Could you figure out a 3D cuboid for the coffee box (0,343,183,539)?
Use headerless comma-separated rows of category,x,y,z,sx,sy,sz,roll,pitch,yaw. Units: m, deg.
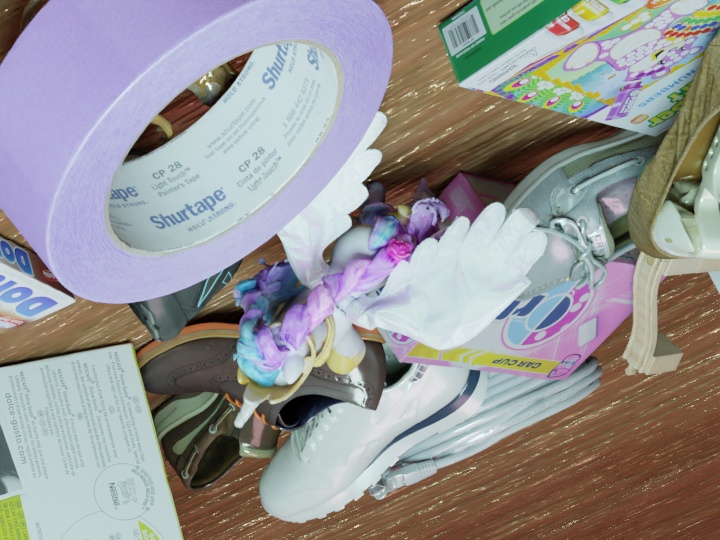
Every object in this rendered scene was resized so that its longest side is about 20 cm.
coffee box,-0.235,0.192,1.483,0.198,0.200,0.200,-11,159,-17

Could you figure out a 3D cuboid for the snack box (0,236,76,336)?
snack box,-0.244,-0.002,1.238,0.072,0.024,0.200,-25,158,14

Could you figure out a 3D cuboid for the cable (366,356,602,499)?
cable,0.084,0.100,1.628,0.200,0.069,0.200,-26,176,-1

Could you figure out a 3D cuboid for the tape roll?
tape roll,-0.082,-0.077,1.028,0.200,0.066,0.200,-33,154,-19

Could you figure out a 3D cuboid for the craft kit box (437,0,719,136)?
craft kit box,0.179,-0.150,1.179,0.200,0.049,0.197,-33,157,34

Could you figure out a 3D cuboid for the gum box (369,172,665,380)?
gum box,0.108,0.008,1.442,0.200,0.066,0.114,9,130,-49

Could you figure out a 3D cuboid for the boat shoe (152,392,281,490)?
boat shoe,-0.073,0.100,1.555,0.075,0.075,0.202,0,153,-38

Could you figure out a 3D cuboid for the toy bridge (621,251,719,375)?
toy bridge,0.217,-0.011,1.437,0.067,0.027,0.200,-5,127,-40

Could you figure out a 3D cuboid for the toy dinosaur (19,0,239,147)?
toy dinosaur,-0.137,-0.099,1.062,0.106,0.060,0.200,-49,155,18

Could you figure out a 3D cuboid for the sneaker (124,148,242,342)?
sneaker,-0.110,-0.028,1.243,0.079,0.075,0.200,-34,164,-12

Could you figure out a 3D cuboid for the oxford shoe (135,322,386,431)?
oxford shoe,-0.073,0.073,1.452,0.200,0.073,0.071,-9,165,33

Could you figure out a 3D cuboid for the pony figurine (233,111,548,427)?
pony figurine,0.000,0.000,1.257,0.193,0.167,0.200,-53,176,13

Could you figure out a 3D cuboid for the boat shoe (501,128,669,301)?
boat shoe,0.161,-0.041,1.324,0.202,0.065,0.074,-29,133,-18

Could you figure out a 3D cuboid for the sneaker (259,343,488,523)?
sneaker,-0.007,0.101,1.505,0.200,0.076,0.080,-40,135,20

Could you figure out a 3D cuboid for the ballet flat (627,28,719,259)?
ballet flat,0.202,-0.053,1.219,0.068,0.072,0.200,2,140,-16

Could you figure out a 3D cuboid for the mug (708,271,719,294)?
mug,0.344,-0.010,1.545,0.175,0.148,0.200,-29,127,8
